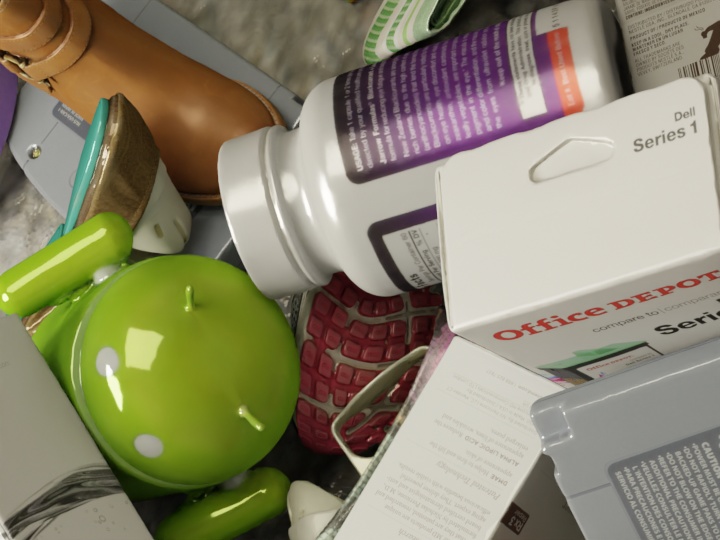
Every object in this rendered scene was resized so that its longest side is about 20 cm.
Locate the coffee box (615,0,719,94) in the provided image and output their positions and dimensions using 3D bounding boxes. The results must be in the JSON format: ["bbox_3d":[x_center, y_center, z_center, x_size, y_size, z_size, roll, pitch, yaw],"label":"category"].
[{"bbox_3d":[0.177,-0.138,1.437,0.080,0.113,0.200,-20,57,20],"label":"coffee box"}]

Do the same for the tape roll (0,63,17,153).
[{"bbox_3d":[-0.300,-0.093,1.696,0.200,0.085,0.200,-20,56,33],"label":"tape roll"}]

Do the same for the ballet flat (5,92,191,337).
[{"bbox_3d":[-0.133,-0.013,1.544,0.068,0.072,0.200,-83,16,-48],"label":"ballet flat"}]

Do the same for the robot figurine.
[{"bbox_3d":[-0.102,0.055,1.466,0.116,0.176,0.200,-32,5,-25],"label":"robot figurine"}]

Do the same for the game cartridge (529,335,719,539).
[{"bbox_3d":[0.175,0.122,1.280,0.133,0.200,0.040,-19,19,24],"label":"game cartridge"}]

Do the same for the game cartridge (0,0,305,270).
[{"bbox_3d":[-0.113,-0.071,1.627,0.200,0.042,0.133,37,93,38],"label":"game cartridge"}]

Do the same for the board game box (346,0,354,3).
[{"bbox_3d":[-0.036,-0.255,1.632,0.030,0.096,0.200,-25,57,16],"label":"board game box"}]

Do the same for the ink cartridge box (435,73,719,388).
[{"bbox_3d":[0.148,0.000,1.298,0.145,0.200,0.084,-18,63,32],"label":"ink cartridge box"}]

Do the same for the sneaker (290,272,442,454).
[{"bbox_3d":[0.000,0.000,1.507,0.075,0.080,0.200,-20,56,59],"label":"sneaker"}]

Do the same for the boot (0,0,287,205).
[{"bbox_3d":[-0.139,-0.117,1.545,0.077,0.155,0.200,-51,52,-1],"label":"boot"}]

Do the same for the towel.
[{"bbox_3d":[0.055,-0.174,1.505,0.153,0.023,0.200,-60,9,-7],"label":"towel"}]

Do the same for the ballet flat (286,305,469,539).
[{"bbox_3d":[0.009,0.105,1.441,0.071,0.069,0.200,30,80,16],"label":"ballet flat"}]

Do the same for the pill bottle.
[{"bbox_3d":[0.038,-0.052,1.401,0.200,0.111,0.112,-17,59,13],"label":"pill bottle"}]

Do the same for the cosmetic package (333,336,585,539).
[{"bbox_3d":[0.046,0.147,1.378,0.081,0.113,0.200,24,82,37],"label":"cosmetic package"}]

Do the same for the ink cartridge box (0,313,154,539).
[{"bbox_3d":[-0.180,0.145,1.420,0.146,0.086,0.200,-39,78,43],"label":"ink cartridge box"}]
